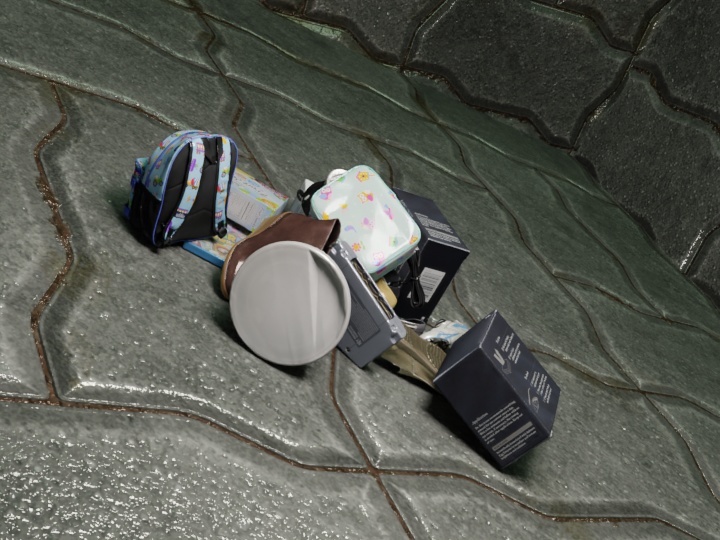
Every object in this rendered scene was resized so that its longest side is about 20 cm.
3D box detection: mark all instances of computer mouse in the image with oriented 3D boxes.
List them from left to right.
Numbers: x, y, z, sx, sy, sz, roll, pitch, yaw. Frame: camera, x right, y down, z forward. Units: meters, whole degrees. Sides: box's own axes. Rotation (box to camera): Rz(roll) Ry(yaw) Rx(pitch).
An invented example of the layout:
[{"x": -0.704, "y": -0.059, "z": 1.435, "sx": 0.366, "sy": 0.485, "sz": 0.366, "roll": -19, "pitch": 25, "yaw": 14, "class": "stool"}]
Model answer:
[{"x": 0.039, "y": -0.002, "z": 1.807, "sx": 0.198, "sy": 0.144, "sz": 0.046, "roll": 12, "pitch": 23, "yaw": 42, "class": "computer mouse"}]

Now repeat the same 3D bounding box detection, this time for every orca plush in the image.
[{"x": -0.057, "y": -0.157, "z": 1.851, "sx": 0.105, "sy": 0.072, "sz": 0.199, "roll": 39, "pitch": 24, "yaw": 18, "class": "orca plush"}]

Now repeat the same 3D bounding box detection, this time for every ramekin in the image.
[{"x": -0.109, "y": 0.048, "z": 1.520, "sx": 0.200, "sy": 0.205, "sz": 0.094, "roll": 32, "pitch": 12, "yaw": 1, "class": "ramekin"}]

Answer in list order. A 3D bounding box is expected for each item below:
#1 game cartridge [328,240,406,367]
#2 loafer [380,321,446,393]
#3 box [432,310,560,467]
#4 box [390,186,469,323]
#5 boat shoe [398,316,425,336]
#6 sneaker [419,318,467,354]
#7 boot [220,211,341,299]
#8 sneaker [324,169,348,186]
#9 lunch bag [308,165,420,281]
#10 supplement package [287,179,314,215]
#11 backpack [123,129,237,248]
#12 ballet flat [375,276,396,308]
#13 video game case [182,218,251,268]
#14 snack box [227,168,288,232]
[{"x": -0.018, "y": 0.064, "z": 1.636, "sx": 0.202, "sy": 0.133, "sz": 0.040, "roll": 56, "pitch": 34, "yaw": 5, "class": "game cartridge"}, {"x": 0.102, "y": 0.166, "z": 1.709, "sx": 0.200, "sy": 0.068, "sz": 0.076, "roll": 42, "pitch": 30, "yaw": -21, "class": "loafer"}, {"x": 0.250, "y": 0.209, "z": 1.665, "sx": 0.201, "sy": 0.117, "sz": 0.197, "roll": 51, "pitch": 23, "yaw": -2, "class": "box"}, {"x": 0.099, "y": -0.029, "z": 1.921, "sx": 0.116, "sy": 0.199, "sz": 0.201, "roll": 14, "pitch": 28, "yaw": -32, "class": "box"}, {"x": 0.039, "y": 0.077, "z": 1.805, "sx": 0.198, "sy": 0.063, "sz": 0.073, "roll": 34, "pitch": 22, "yaw": 2, "class": "boat shoe"}, {"x": 0.156, "y": 0.134, "z": 1.826, "sx": 0.073, "sy": 0.072, "sz": 0.199, "roll": 57, "pitch": 24, "yaw": 19, "class": "sneaker"}, {"x": -0.139, "y": -0.027, "z": 1.600, "sx": 0.164, "sy": 0.073, "sz": 0.202, "roll": 5, "pitch": 48, "yaw": 35, "class": "boot"}, {"x": -0.004, "y": -0.120, "z": 1.825, "sx": 0.200, "sy": 0.079, "sz": 0.079, "roll": 44, "pitch": -10, "yaw": -21, "class": "sneaker"}, {"x": 0.001, "y": -0.085, "z": 1.711, "sx": 0.201, "sy": 0.159, "sz": 0.077, "roll": 51, "pitch": -17, "yaw": 15, "class": "lunch bag"}, {"x": -0.090, "y": -0.081, "z": 1.893, "sx": 0.112, "sy": 0.111, "sz": 0.201, "roll": 25, "pitch": 24, "yaw": -16, "class": "supplement package"}, {"x": -0.311, "y": -0.160, "z": 1.630, "sx": 0.134, "sy": 0.203, "sz": 0.181, "roll": 34, "pitch": 29, "yaw": 30, "class": "backpack"}, {"x": 0.000, "y": 0.000, "z": 1.769, "sx": 0.062, "sy": 0.069, "sz": 0.202, "roll": -18, "pitch": 71, "yaw": -45, "class": "ballet flat"}, {"x": -0.253, "y": -0.058, "z": 1.759, "sx": 0.141, "sy": 0.018, "sz": 0.201, "roll": 28, "pitch": 23, "yaw": -10, "class": "video game case"}, {"x": -0.254, "y": -0.156, "z": 1.854, "sx": 0.197, "sy": 0.069, "sz": 0.169, "roll": 29, "pitch": 14, "yaw": -1, "class": "snack box"}]
